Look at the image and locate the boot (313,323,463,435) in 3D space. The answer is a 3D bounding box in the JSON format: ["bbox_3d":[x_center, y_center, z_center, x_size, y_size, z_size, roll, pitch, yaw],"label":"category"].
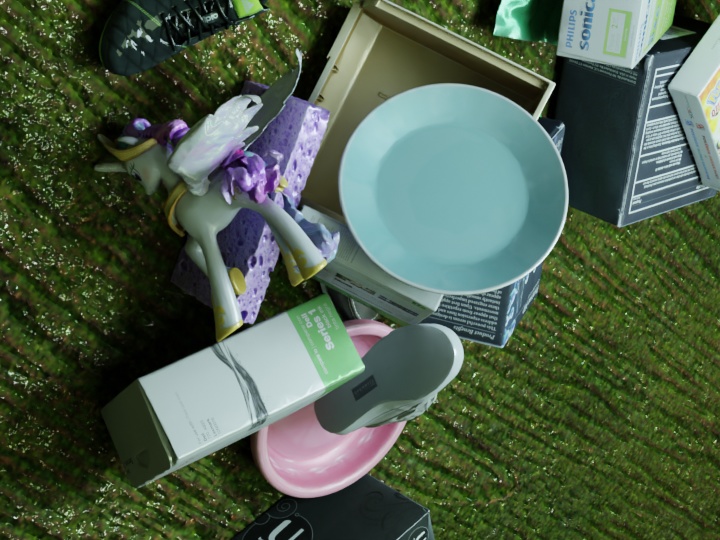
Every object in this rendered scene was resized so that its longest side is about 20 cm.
[{"bbox_3d":[0.048,0.101,1.534,0.095,0.200,0.074,-5,72,-45],"label":"boot"}]

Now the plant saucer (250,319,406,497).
[{"bbox_3d":[-0.034,0.135,1.622,0.200,0.051,0.201,-20,127,-30],"label":"plant saucer"}]

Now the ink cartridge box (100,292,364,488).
[{"bbox_3d":[-0.118,0.109,1.426,0.200,0.146,0.084,-24,84,-28],"label":"ink cartridge box"}]

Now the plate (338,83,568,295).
[{"bbox_3d":[0.079,-0.068,1.370,0.200,0.200,0.026,-47,168,-19],"label":"plate"}]

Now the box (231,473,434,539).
[{"bbox_3d":[-0.035,0.320,1.660,0.200,0.148,0.125,-35,132,-29],"label":"box"}]

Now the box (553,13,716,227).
[{"bbox_3d":[0.319,-0.175,1.791,0.200,0.123,0.199,-16,121,-43],"label":"box"}]

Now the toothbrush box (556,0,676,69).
[{"bbox_3d":[0.275,-0.308,1.644,0.200,0.086,0.146,-41,141,-59],"label":"toothbrush box"}]

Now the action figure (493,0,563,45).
[{"bbox_3d":[0.194,-0.335,1.619,0.118,0.055,0.200,-2,112,-45],"label":"action figure"}]

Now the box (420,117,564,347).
[{"bbox_3d":[0.127,-0.048,1.614,0.148,0.107,0.200,-47,148,-60],"label":"box"}]

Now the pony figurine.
[{"bbox_3d":[-0.107,-0.071,1.298,0.193,0.200,0.167,-35,-178,26],"label":"pony figurine"}]

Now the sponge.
[{"bbox_3d":[-0.099,-0.063,1.403,0.030,0.112,0.200,14,100,-39],"label":"sponge"}]

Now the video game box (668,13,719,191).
[{"bbox_3d":[0.430,-0.216,1.764,0.200,0.047,0.182,-53,139,-15],"label":"video game box"}]

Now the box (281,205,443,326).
[{"bbox_3d":[0.000,0.000,1.450,0.036,0.144,0.200,-63,-178,-9],"label":"box"}]

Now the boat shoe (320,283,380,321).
[{"bbox_3d":[0.000,-0.022,1.576,0.072,0.061,0.202,-34,133,-32],"label":"boat shoe"}]

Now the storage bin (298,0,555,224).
[{"bbox_3d":[0.041,-0.121,1.453,0.200,0.198,0.094,-63,179,1],"label":"storage bin"}]

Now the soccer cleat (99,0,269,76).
[{"bbox_3d":[-0.128,-0.222,1.306,0.200,0.081,0.068,-40,136,-25],"label":"soccer cleat"}]
